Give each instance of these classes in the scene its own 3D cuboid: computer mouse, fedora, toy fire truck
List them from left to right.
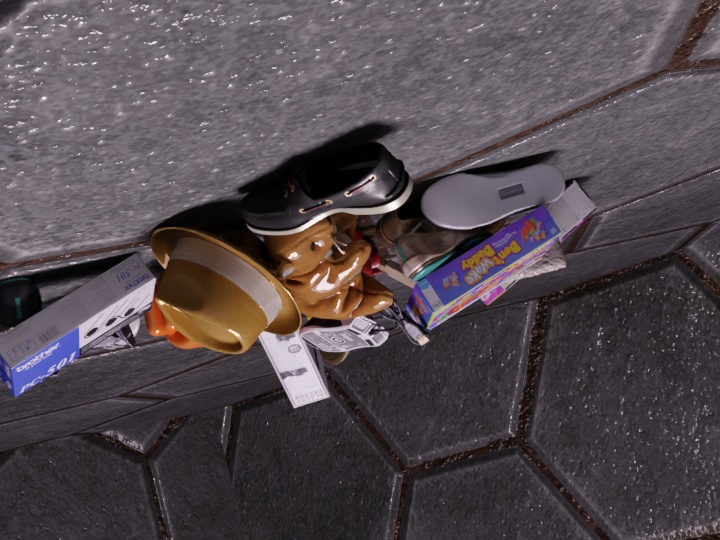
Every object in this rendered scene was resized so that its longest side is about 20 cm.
[{"bbox_3d":[-0.166,0.035,1.272,0.082,0.200,0.200,-60,-167,-26],"label":"fedora"},{"bbox_3d":[-0.003,0.069,1.487,0.199,0.044,0.109,-9,147,42],"label":"computer mouse"},{"bbox_3d":[0.000,0.000,1.531,0.198,0.130,0.176,-17,171,0],"label":"toy fire truck"}]

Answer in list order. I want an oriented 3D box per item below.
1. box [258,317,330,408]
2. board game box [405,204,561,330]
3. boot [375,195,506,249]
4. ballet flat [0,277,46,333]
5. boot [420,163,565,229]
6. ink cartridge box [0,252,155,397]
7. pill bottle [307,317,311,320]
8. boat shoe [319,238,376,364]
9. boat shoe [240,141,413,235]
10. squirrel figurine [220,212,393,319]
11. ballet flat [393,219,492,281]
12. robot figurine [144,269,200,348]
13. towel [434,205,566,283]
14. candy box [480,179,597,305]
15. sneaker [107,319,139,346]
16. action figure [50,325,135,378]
[{"bbox_3d":[-0.108,0.095,1.656,0.059,0.117,0.201,-19,135,3],"label":"box"},{"bbox_3d":[0.158,0.001,1.470,0.199,0.045,0.135,-32,169,-9],"label":"board game box"},{"bbox_3d":[0.124,-0.072,1.527,0.198,0.074,0.076,-9,159,-26],"label":"boot"},{"bbox_3d":[-0.417,0.063,1.375,0.072,0.074,0.200,-13,171,-16],"label":"ballet flat"},{"bbox_3d":[0.164,-0.090,1.464,0.197,0.075,0.096,-9,173,-14],"label":"boot"},{"bbox_3d":[-0.339,0.065,1.334,0.199,0.044,0.094,-34,166,-26],"label":"ink cartridge box"},{"bbox_3d":[-0.071,0.047,1.773,0.198,0.105,0.104,-16,171,1],"label":"pill bottle"},{"bbox_3d":[-0.012,0.046,1.687,0.071,0.203,0.066,26,-154,32],"label":"boat shoe"},{"bbox_3d":[-0.045,-0.087,1.156,0.199,0.074,0.063,-10,139,31],"label":"boat shoe"},{"bbox_3d":[-0.084,-0.008,1.335,0.198,0.143,0.186,-21,164,14],"label":"squirrel figurine"},{"bbox_3d":[0.107,-0.040,1.448,0.068,0.068,0.199,-43,166,30],"label":"ballet flat"},{"bbox_3d":[-0.193,0.040,1.485,0.199,0.117,0.145,-7,134,-44],"label":"robot figurine"},{"bbox_3d":[0.187,-0.043,1.593,0.198,0.134,0.034,-13,167,-15],"label":"towel"},{"bbox_3d":[0.260,-0.041,1.722,0.200,0.061,0.136,-40,175,-10],"label":"candy box"},{"bbox_3d":[-0.402,0.103,1.634,0.115,0.075,0.199,-2,162,-47],"label":"sneaker"},{"bbox_3d":[-0.388,0.087,1.470,0.198,0.070,0.131,-20,-145,20],"label":"action figure"}]
